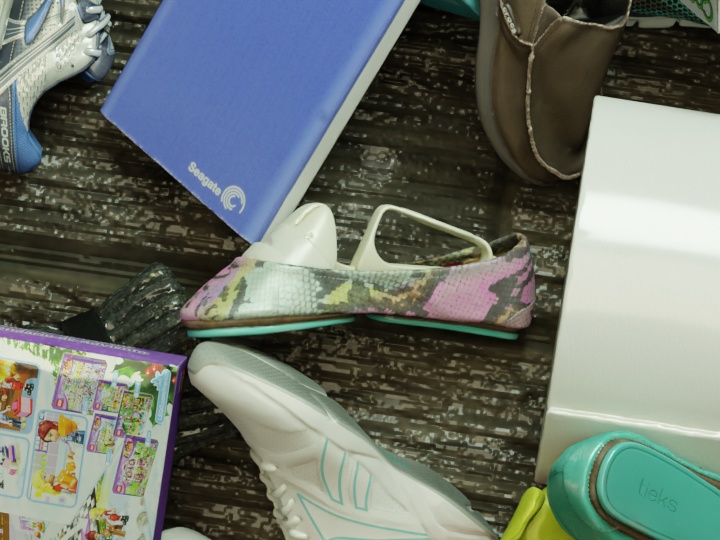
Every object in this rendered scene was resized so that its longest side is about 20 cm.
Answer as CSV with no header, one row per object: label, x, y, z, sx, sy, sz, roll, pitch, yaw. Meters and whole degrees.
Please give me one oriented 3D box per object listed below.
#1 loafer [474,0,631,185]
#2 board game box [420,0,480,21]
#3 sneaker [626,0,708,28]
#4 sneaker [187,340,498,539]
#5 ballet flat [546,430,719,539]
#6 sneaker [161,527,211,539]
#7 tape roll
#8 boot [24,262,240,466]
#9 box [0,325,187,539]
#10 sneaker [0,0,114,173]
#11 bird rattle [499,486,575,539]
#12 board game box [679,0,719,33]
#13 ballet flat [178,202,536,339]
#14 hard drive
loafer,0.103,-0.126,1.364,0.071,0.201,0.073,21,47,36
board game box,0.040,-0.249,1.416,0.150,0.047,0.201,20,84,32
sneaker,0.192,-0.163,1.403,0.199,0.091,0.078,16,83,5
sneaker,-0.020,0.112,1.364,0.200,0.070,0.080,39,95,-21
ballet flat,0.171,0.133,1.266,0.200,0.070,0.068,30,75,-23
sneaker,-0.066,0.227,1.365,0.075,0.100,0.201,-23,81,2
tape roll,0.171,0.020,1.327,0.138,0.203,0.204,9,83,4
boot,-0.172,0.035,1.403,0.158,0.079,0.212,-36,93,5
box,-0.172,0.132,1.352,0.136,0.039,0.201,10,96,3
sneaker,-0.168,-0.144,1.439,0.085,0.077,0.201,27,92,-4
bird rattle,0.074,0.188,1.337,0.200,0.163,0.113,-38,83,37
board game box,0.196,-0.187,1.351,0.126,0.200,0.035,-14,122,-15
ballet flat,0.000,0.000,1.381,0.199,0.069,0.072,0,97,-19
hard drive,-0.046,-0.132,1.393,0.132,0.025,0.201,40,108,28
